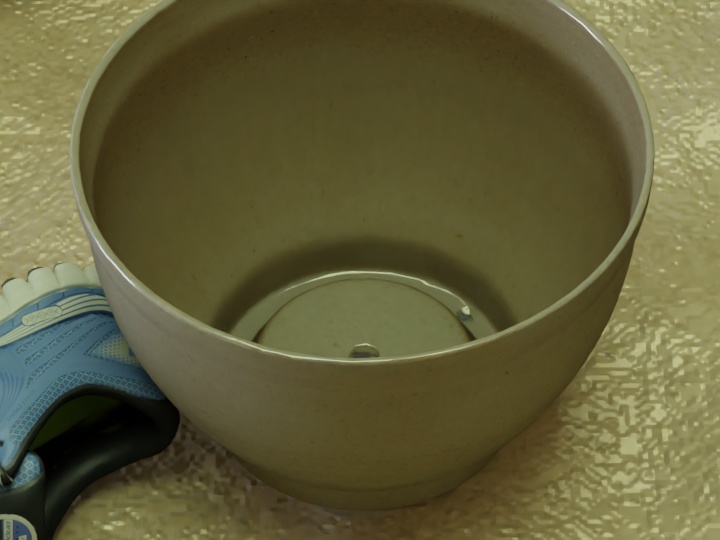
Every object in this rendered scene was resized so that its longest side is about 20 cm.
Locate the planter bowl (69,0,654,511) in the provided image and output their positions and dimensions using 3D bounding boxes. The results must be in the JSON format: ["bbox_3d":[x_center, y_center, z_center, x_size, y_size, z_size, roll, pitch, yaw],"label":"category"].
[{"bbox_3d":[0.000,0.000,1.020,0.199,0.135,0.201,0,47,0],"label":"planter bowl"}]

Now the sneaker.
[{"bbox_3d":[-0.152,0.071,1.003,0.199,0.079,0.089,-27,51,-21],"label":"sneaker"}]
